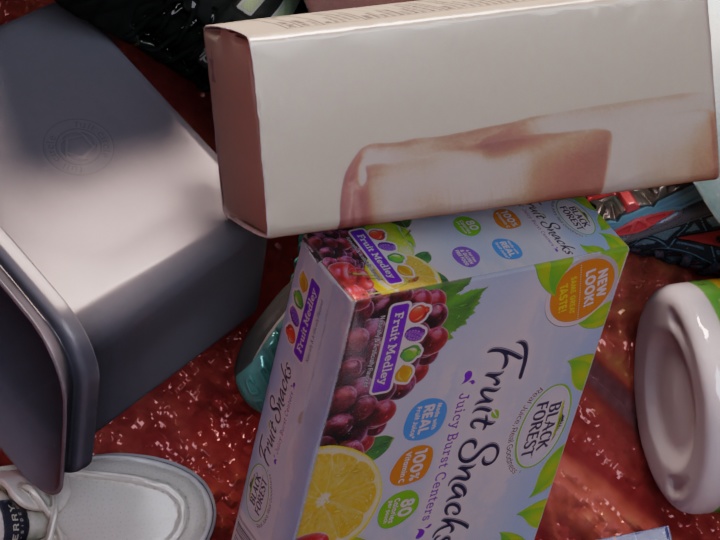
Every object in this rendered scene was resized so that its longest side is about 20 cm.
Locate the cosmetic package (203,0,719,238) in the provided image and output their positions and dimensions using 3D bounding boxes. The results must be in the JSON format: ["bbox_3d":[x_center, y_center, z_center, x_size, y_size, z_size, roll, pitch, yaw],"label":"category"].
[{"bbox_3d":[0.042,-0.072,1.267,0.199,0.103,0.088,-7,100,-12],"label":"cosmetic package"}]

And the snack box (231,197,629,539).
[{"bbox_3d":[0.027,0.064,1.320,0.142,0.200,0.053,-12,45,-30],"label":"snack box"}]

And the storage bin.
[{"bbox_3d":[-0.140,-0.017,1.347,0.134,0.146,0.200,-31,64,-25],"label":"storage bin"}]

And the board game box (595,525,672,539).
[{"bbox_3d":[0.102,0.233,1.414,0.135,0.034,0.201,-11,83,-15],"label":"board game box"}]

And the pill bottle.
[{"bbox_3d":[0.242,0.053,1.437,0.199,0.111,0.111,-5,82,-14],"label":"pill bottle"}]

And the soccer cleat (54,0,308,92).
[{"bbox_3d":[-0.065,-0.112,1.368,0.200,0.067,0.081,16,45,-50],"label":"soccer cleat"}]

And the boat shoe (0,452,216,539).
[{"bbox_3d":[-0.161,0.120,1.354,0.199,0.070,0.071,-3,82,-13],"label":"boat shoe"}]

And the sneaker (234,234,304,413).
[{"bbox_3d":[0.000,0.000,1.391,0.200,0.091,0.078,-42,124,-34],"label":"sneaker"}]

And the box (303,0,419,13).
[{"bbox_3d":[0.009,-0.181,1.376,0.100,0.075,0.201,-22,80,10],"label":"box"}]

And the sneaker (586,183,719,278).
[{"bbox_3d":[0.167,-0.022,1.447,0.199,0.079,0.096,-16,118,3],"label":"sneaker"}]

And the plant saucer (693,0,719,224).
[{"bbox_3d":[0.236,-0.084,1.389,0.200,0.039,0.202,8,71,-24],"label":"plant saucer"}]
